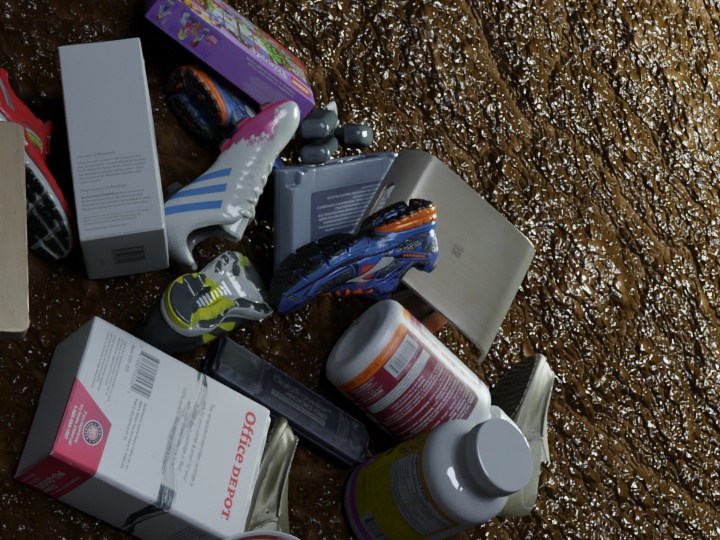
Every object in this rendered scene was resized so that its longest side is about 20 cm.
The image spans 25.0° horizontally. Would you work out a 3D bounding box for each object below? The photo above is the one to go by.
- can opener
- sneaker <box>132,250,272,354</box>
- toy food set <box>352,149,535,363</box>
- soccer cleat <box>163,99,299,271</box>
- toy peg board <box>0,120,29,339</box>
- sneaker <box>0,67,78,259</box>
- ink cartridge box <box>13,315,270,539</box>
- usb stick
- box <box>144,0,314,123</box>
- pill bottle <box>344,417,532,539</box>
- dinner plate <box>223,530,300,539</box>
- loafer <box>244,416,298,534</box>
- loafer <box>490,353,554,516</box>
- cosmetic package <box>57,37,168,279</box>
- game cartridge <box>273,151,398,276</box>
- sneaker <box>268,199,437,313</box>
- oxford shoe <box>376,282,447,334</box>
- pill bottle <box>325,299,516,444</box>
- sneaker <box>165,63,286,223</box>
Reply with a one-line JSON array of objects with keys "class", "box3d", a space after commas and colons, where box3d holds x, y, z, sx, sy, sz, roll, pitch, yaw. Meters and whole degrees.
[{"class": "can opener", "box3d": [-0.029, -0.150, 1.744, 0.200, 0.066, 0.053, -49, 136, -77]}, {"class": "sneaker", "box3d": [-0.157, 0.035, 1.592, 0.075, 0.084, 0.200, 61, 24, 8]}, {"class": "toy food set", "box3d": [0.089, -0.016, 1.757, 0.200, 0.060, 0.144, 40, 61, -18]}, {"class": "soccer cleat", "box3d": [-0.122, -0.081, 1.620, 0.200, 0.070, 0.086, -42, 73, -3]}, {"class": "toy peg board", "box3d": [-0.398, -0.026, 1.416, 0.197, 0.098, 0.202, 3, 65, -22]}, {"class": "sneaker", "box3d": [-0.313, -0.109, 1.528, 0.085, 0.077, 0.201, -31, 91, -51]}, {"class": "ink cartridge box", "box3d": [-0.195, 0.158, 1.484, 0.199, 0.084, 0.146, 31, 52, -24]}, {"class": "usb stick", "box3d": [-0.074, 0.134, 1.638, 0.199, 0.033, 0.056, 34, 44, -23]}, {"class": "box", "box3d": [-0.140, -0.243, 1.720, 0.199, 0.039, 0.137, 36, 17, -22]}, {"class": "pill bottle", "box3d": [0.079, 0.211, 1.611, 0.103, 0.199, 0.105, 19, 57, -33]}, {"class": "dinner plate", "box3d": [-0.106, 0.332, 1.470, 0.198, 0.024, 0.203, -7, 103, -34]}, {"class": "loafer", "box3d": [-0.100, 0.236, 1.540, 0.067, 0.076, 0.202, 33, 61, -24]}, {"class": "loafer", "box3d": [0.176, 0.187, 1.800, 0.068, 0.075, 0.202, 35, 59, -24]}, {"class": "cosmetic package", "box3d": [-0.235, -0.107, 1.554, 0.084, 0.108, 0.202, -9, 69, -7]}, {"class": "game cartridge", "box3d": [-0.024, -0.051, 1.723, 0.199, 0.041, 0.135, -13, 104, -52]}, {"class": "sneaker", "box3d": [0.000, 0.000, 1.626, 0.198, 0.075, 0.079, -25, 106, -18]}, {"class": "oxford shoe", "box3d": [0.093, 0.010, 1.817, 0.073, 0.071, 0.200, 52, 46, -1]}, {"class": "pill bottle", "box3d": [0.067, 0.133, 1.704, 0.200, 0.109, 0.110, 43, 47, -15]}, {"class": "sneaker", "box3d": [-0.117, -0.140, 1.712, 0.201, 0.075, 0.078, 57, 42, -5]}]
